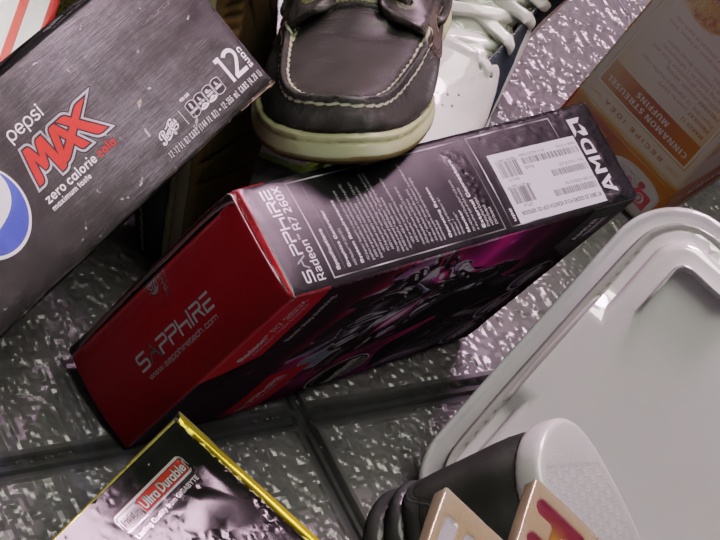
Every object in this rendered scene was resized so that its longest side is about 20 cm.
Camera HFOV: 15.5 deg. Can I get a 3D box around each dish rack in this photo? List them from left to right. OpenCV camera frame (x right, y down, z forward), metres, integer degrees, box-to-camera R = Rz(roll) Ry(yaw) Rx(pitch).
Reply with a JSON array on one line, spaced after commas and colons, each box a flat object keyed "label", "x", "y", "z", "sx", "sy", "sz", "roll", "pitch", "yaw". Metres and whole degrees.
[{"label": "dish rack", "x": 0.140, "y": 0.090, "z": 1.037, "sx": 0.200, "sy": 0.172, "sz": 0.044, "roll": 42, "pitch": -3, "yaw": 5}]

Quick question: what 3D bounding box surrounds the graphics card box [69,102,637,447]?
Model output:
[{"label": "graphics card box", "x": 0.000, "y": 0.000, "z": 1.032, "sx": 0.200, "sy": 0.125, "sz": 0.051, "roll": -17, "pitch": 72, "yaw": -45}]

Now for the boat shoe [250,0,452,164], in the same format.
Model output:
[{"label": "boat shoe", "x": 0.000, "y": -0.101, "z": 1.030, "sx": 0.071, "sy": 0.066, "sz": 0.201, "roll": 6, "pitch": 25, "yaw": 8}]

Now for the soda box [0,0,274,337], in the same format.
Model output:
[{"label": "soda box", "x": -0.122, "y": -0.030, "z": 0.926, "sx": 0.071, "sy": 0.063, "sz": 0.200, "roll": 50, "pitch": 50, "yaw": -8}]

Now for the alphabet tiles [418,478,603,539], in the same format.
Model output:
[{"label": "alphabet tiles", "x": 0.066, "y": 0.168, "z": 0.847, "sx": 0.167, "sy": 0.008, "sz": 0.200, "roll": 43, "pitch": 41, "yaw": -20}]

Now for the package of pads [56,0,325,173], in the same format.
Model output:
[{"label": "package of pads", "x": -0.088, "y": -0.137, "z": 1.137, "sx": 0.199, "sy": 0.068, "sz": 0.155, "roll": 21, "pitch": 43, "yaw": -19}]

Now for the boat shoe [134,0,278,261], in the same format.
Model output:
[{"label": "boat shoe", "x": -0.071, "y": -0.098, "z": 1.041, "sx": 0.065, "sy": 0.201, "sz": 0.073, "roll": 15, "pitch": 22, "yaw": 16}]

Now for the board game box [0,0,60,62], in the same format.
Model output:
[{"label": "board game box", "x": -0.202, "y": -0.065, "z": 0.966, "sx": 0.151, "sy": 0.046, "sz": 0.201, "roll": 24, "pitch": 59, "yaw": -17}]

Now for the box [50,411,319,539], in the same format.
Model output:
[{"label": "box", "x": -0.064, "y": 0.162, "z": 0.900, "sx": 0.160, "sy": 0.049, "sz": 0.200, "roll": 44, "pitch": 41, "yaw": 2}]

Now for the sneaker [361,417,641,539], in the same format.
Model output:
[{"label": "sneaker", "x": 0.067, "y": 0.152, "z": 0.995, "sx": 0.071, "sy": 0.099, "sz": 0.201, "roll": -45, "pitch": 117, "yaw": -53}]

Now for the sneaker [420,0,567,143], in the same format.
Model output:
[{"label": "sneaker", "x": 0.060, "y": -0.131, "z": 1.193, "sx": 0.079, "sy": 0.130, "sz": 0.199, "roll": 37, "pitch": 41, "yaw": -1}]

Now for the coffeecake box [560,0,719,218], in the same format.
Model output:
[{"label": "coffeecake box", "x": 0.200, "y": -0.128, "z": 1.240, "sx": 0.073, "sy": 0.200, "sz": 0.153, "roll": 47, "pitch": 41, "yaw": 10}]
